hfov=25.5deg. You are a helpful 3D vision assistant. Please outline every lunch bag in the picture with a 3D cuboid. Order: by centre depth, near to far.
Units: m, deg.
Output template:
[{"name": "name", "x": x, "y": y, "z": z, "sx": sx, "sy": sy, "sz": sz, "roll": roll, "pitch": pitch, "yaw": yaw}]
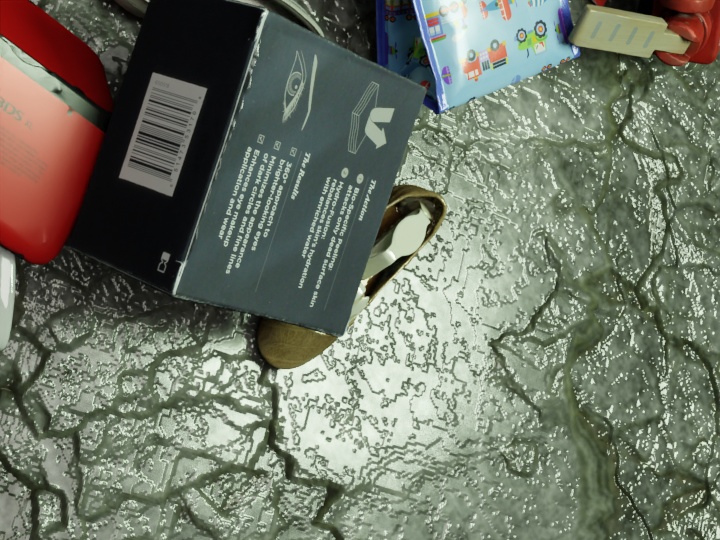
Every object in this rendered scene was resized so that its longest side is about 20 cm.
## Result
[{"name": "lunch bag", "x": 0.084, "y": -0.250, "z": 1.279, "sx": 0.150, "sy": 0.094, "sz": 0.202, "roll": -24, "pitch": 120, "yaw": -27}]

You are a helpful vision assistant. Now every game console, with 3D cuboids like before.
[{"name": "game console", "x": -0.270, "y": -0.128, "z": 1.097, "sx": 0.200, "sy": 0.118, "sz": 0.173, "roll": 37, "pitch": 78, "yaw": -36}]

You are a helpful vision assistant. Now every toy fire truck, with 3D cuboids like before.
[{"name": "toy fire truck", "x": 0.262, "y": -0.253, "z": 1.338, "sx": 0.200, "sy": 0.128, "sz": 0.177, "roll": -54, "pitch": 153, "yaw": -57}]

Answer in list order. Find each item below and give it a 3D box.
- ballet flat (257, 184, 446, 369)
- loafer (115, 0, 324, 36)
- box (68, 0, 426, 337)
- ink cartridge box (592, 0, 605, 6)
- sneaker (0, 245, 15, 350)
[{"name": "ballet flat", "x": 0.000, "y": 0.000, "z": 1.257, "sx": 0.200, "sy": 0.072, "sz": 0.068, "roll": -42, "pitch": 103, "yaw": -24}, {"name": "loafer", "x": -0.117, "y": -0.213, "z": 1.221, "sx": 0.199, "sy": 0.070, "sz": 0.071, "roll": 22, "pitch": 75, "yaw": -24}, {"name": "box", "x": -0.076, "y": -0.074, "z": 1.135, "sx": 0.199, "sy": 0.117, "sz": 0.198, "roll": 17, "pitch": 92, "yaw": -53}, {"name": "ink cartridge box", "x": 0.213, "y": -0.363, "z": 1.395, "sx": 0.176, "sy": 0.045, "sz": 0.201, "roll": 35, "pitch": 77, "yaw": -29}, {"name": "sneaker", "x": -0.301, "y": -0.038, "z": 1.109, "sx": 0.098, "sy": 0.071, "sz": 0.202, "roll": -7, "pitch": 81, "yaw": -28}]
